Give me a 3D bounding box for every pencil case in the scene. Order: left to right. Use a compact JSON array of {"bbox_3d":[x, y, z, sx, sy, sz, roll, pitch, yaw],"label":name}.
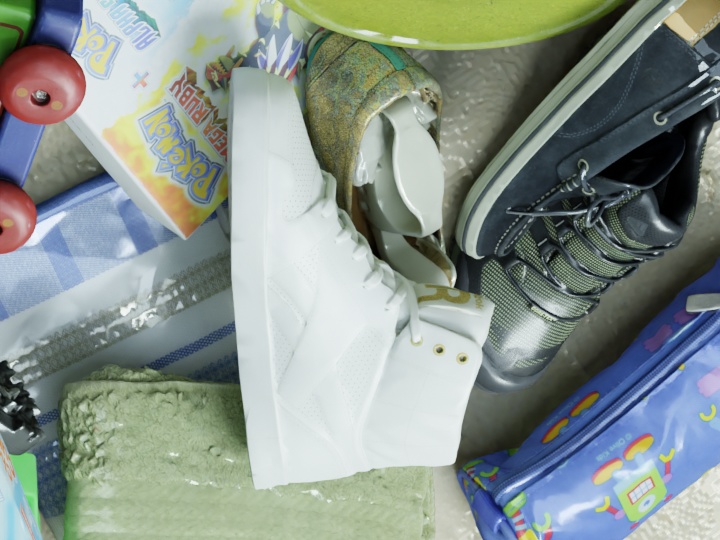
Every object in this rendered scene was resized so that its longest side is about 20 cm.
[{"bbox_3d":[0.139,0.073,1.331,0.200,0.078,0.087,-39,142,-3],"label":"pencil case"}]

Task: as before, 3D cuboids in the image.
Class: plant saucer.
[{"bbox_3d":[0.039,-0.136,1.110,0.200,0.200,0.031,7,68,-18],"label":"plant saucer"}]

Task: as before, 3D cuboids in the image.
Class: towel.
[{"bbox_3d":[-0.103,0.048,1.282,0.147,0.024,0.200,-27,112,-7],"label":"towel"},{"bbox_3d":[-0.051,0.124,1.261,0.200,0.036,0.148,7,81,-29],"label":"towel"}]

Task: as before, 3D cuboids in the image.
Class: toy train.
[{"bbox_3d":[-0.187,-0.051,1.086,0.116,0.085,0.200,13,130,-16],"label":"toy train"}]

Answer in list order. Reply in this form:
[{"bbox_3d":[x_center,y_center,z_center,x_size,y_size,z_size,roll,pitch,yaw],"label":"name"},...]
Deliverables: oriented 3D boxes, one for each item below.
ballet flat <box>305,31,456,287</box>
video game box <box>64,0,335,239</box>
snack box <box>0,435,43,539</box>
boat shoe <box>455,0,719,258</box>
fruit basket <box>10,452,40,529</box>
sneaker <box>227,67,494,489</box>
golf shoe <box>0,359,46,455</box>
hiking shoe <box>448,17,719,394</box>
[{"bbox_3d":[0.015,-0.019,1.243,0.071,0.071,0.200,-16,128,-12],"label":"ballet flat"},{"bbox_3d":[-0.072,-0.139,1.171,0.182,0.047,0.200,-46,136,-7],"label":"video game box"},{"bbox_3d":[-0.209,0.049,1.044,0.116,0.037,0.200,-19,112,-1],"label":"snack box"},{"bbox_3d":[0.106,-0.057,1.193,0.062,0.075,0.200,43,135,1],"label":"boat shoe"},{"bbox_3d":[-0.221,0.118,1.203,0.155,0.216,0.216,-15,110,-12],"label":"fruit basket"},{"bbox_3d":[0.000,0.000,1.191,0.116,0.074,0.200,-4,117,1],"label":"sneaker"},{"bbox_3d":[-0.229,0.042,1.100,0.200,0.078,0.094,26,105,-16],"label":"golf shoe"},{"bbox_3d":[0.107,-0.026,1.279,0.076,0.101,0.200,25,98,-21],"label":"hiking shoe"}]
